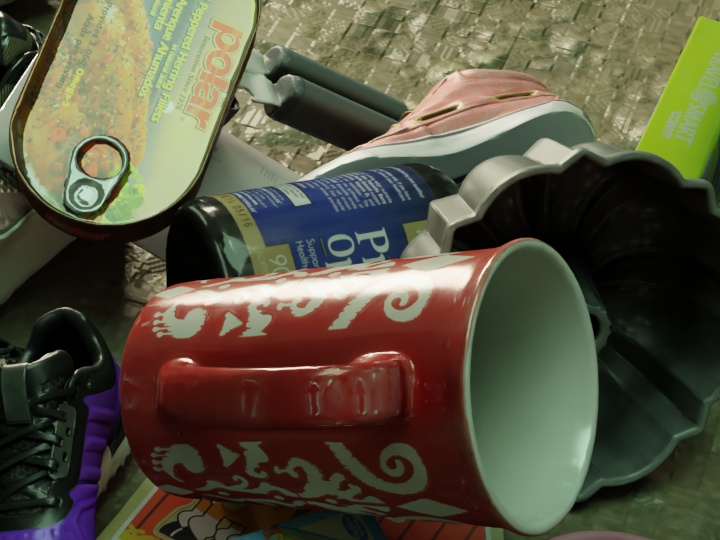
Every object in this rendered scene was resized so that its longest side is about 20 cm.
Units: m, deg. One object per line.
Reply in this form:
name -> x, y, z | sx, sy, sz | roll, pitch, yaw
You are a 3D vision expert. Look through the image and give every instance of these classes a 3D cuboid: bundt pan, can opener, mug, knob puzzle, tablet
bundt pan -> 0.104, 0.019, 1.101 | 0.202, 0.202, 0.076 | -8, 24, -16
can opener -> -0.051, -0.106, 1.280 | 0.200, 0.066, 0.053 | 16, 40, -37
mug -> -0.014, 0.045, 0.971 | 0.200, 0.178, 0.134 | -2, 61, 32
knob puzzle -> -0.013, 0.114, 1.094 | 0.219, 0.030, 0.220 | 3, 40, -3
tablet -> -0.117, -0.059, 1.234 | 0.200, 0.014, 0.130 | 31, 40, -8

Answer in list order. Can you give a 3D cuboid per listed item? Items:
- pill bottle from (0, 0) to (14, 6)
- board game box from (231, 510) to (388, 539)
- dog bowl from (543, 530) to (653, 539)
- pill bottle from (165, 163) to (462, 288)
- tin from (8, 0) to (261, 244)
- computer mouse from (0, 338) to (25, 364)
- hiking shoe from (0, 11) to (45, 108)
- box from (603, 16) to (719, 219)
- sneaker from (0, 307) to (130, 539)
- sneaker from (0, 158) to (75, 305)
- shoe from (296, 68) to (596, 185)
pill bottle -> -0.256, -0.237, 1.409 | 0.200, 0.114, 0.114 | -28, 51, -34
board game box -> -0.015, 0.209, 0.954 | 0.134, 0.034, 0.200 | -16, 55, -24
dog bowl -> 0.120, 0.203, 0.930 | 0.200, 0.074, 0.200 | 16, 41, -15
pill bottle -> 0.000, 0.000, 1.162 | 0.200, 0.112, 0.112 | -11, 43, -23
tin -> -0.126, -0.107, 1.178 | 0.112, 0.042, 0.200 | 17, 67, 6
computer mouse -> -0.244, 0.091, 1.076 | 0.138, 0.053, 0.200 | 2, 41, -5
hiking shoe -> -0.202, -0.118, 1.287 | 0.076, 0.101, 0.200 | 33, 47, 27
box -> 0.186, -0.049, 1.236 | 0.048, 0.122, 0.200 | 18, 42, 13
sneaker -> -0.165, 0.095, 1.036 | 0.069, 0.100, 0.200 | -3, 38, 9
sneaker -> -0.211, -0.025, 1.208 | 0.073, 0.085, 0.200 | 37, 24, 10
shoe -> 0.039, -0.066, 1.274 | 0.200, 0.072, 0.091 | -18, 27, -8
